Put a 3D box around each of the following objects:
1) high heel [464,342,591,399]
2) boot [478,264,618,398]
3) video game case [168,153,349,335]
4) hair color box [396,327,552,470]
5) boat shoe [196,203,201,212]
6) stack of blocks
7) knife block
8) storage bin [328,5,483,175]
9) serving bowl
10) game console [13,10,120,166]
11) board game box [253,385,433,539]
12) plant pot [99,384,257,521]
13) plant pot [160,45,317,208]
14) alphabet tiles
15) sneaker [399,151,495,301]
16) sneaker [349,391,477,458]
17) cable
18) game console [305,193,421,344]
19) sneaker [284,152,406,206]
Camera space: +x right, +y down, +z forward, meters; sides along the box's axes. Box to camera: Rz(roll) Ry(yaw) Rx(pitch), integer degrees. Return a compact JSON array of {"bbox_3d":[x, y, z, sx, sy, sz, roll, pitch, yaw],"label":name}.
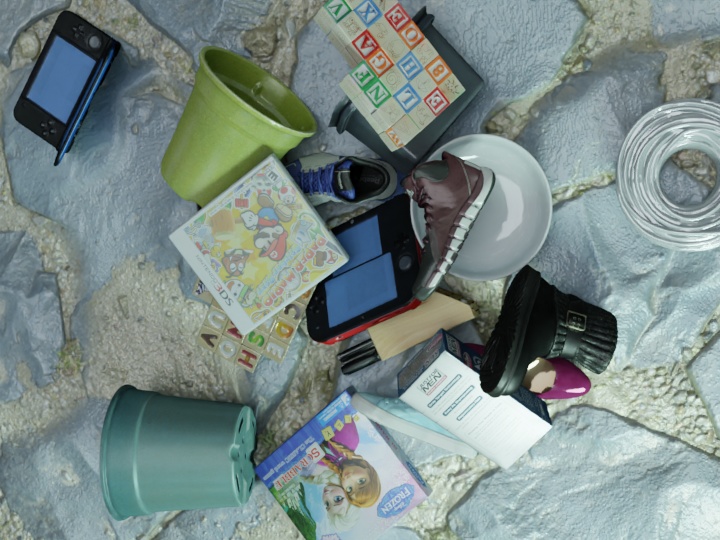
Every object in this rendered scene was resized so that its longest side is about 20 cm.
[{"bbox_3d":[0.221,0.146,1.431,0.197,0.096,0.069,9,96,15],"label":"high heel"},{"bbox_3d":[0.256,0.106,1.361,0.157,0.079,0.213,32,57,-9],"label":"boot"},{"bbox_3d":[-0.145,-0.034,1.454,0.199,0.023,0.183,-35,99,16],"label":"video game case"},{"bbox_3d":[0.155,0.177,1.400,0.199,0.061,0.100,35,113,-19],"label":"hair color box"},{"bbox_3d":[-0.194,-0.028,1.560,0.066,0.057,0.202,-30,85,13],"label":"boat shoe"},{"bbox_3d":[0.027,-0.271,1.328,0.115,0.058,0.201,-41,99,-13],"label":"stack of blocks"},{"bbox_3d":[0.056,0.096,1.493,0.197,0.064,0.178,21,99,14],"label":"knife block"},{"bbox_3d":[0.068,-0.236,1.432,0.134,0.146,0.200,42,78,0],"label":"storage bin"},{"bbox_3d":[0.166,-0.088,1.439,0.196,0.066,0.204,0,93,0],"label":"serving bowl"},{"bbox_3d":[-0.465,-0.287,1.593,0.169,0.118,0.202,33,101,11],"label":"game console"},{"bbox_3d":[-0.027,0.315,1.540,0.200,0.041,0.200,-42,82,14],"label":"board game box"},{"bbox_3d":[-0.263,0.275,1.537,0.193,0.200,0.204,1,93,8],"label":"plant pot"},{"bbox_3d":[-0.193,-0.190,1.491,0.200,0.200,0.185,42,111,10],"label":"plant pot"},{"bbox_3d":[-0.163,0.042,1.496,0.165,0.008,0.202,26,106,3],"label":"alphabet tiles"},{"bbox_3d":[0.091,-0.068,1.376,0.114,0.076,0.202,29,82,2],"label":"sneaker"},{"bbox_3d":[0.085,0.201,1.485,0.197,0.074,0.083,21,82,-3],"label":"sneaker"},{"bbox_3d":[0.441,-0.127,1.368,0.197,0.069,0.203,-14,88,17],"label":"cable"},{"bbox_3d":[0.000,0.000,1.468,0.198,0.031,0.179,-24,60,26],"label":"game console"},{"bbox_3d":[-0.035,-0.135,1.479,0.196,0.115,0.082,-1,92,16],"label":"sneaker"}]
